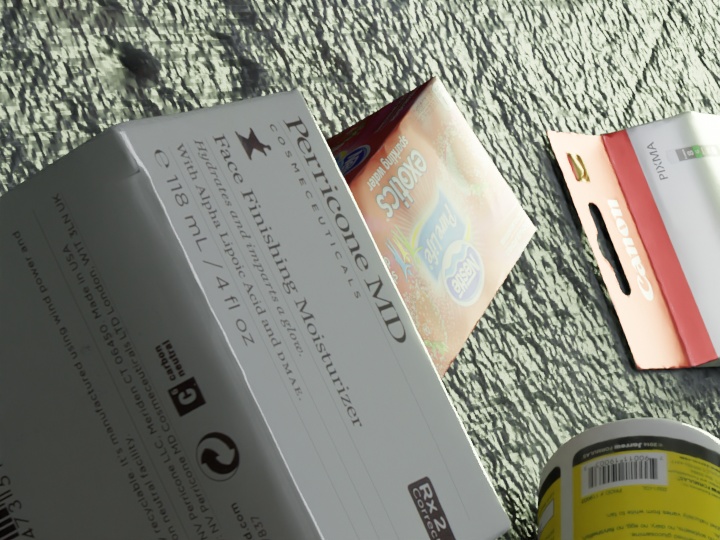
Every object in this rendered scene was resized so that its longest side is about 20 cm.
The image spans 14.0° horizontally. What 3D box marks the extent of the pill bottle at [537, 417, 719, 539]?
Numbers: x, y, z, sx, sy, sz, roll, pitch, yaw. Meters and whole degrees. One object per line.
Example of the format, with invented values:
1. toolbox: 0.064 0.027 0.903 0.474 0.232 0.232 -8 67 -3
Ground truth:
1. pill bottle: 0.145 0.183 1.477 0.112 0.112 0.201 39 37 -33

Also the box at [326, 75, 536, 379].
1. box: 0.000 0.000 1.425 0.100 0.095 0.200 56 30 -11

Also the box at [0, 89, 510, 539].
1. box: -0.085 0.064 1.136 0.131 0.200 0.200 -19 81 -59

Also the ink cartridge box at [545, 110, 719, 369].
1. ink cartridge box: 0.206 -0.020 1.809 0.200 0.050 0.162 3 63 -58
